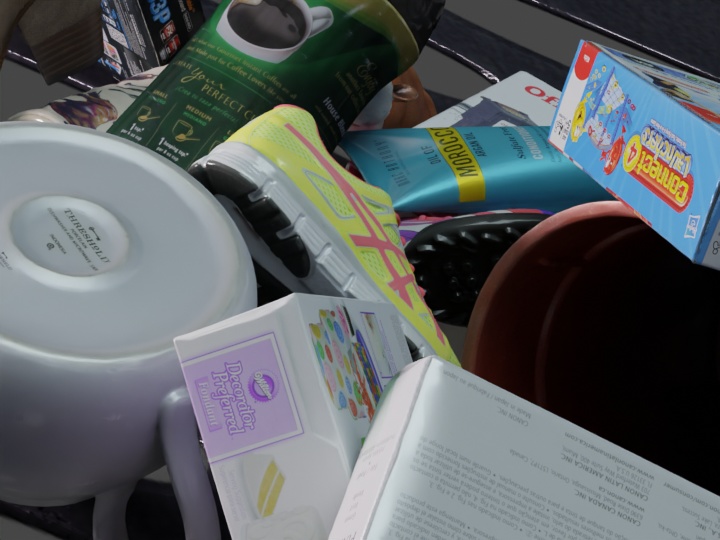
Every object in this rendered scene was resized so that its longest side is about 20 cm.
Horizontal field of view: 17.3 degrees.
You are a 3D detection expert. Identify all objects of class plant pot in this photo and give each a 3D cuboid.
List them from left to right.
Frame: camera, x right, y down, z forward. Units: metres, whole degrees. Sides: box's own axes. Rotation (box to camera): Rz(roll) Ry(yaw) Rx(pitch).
[{"bbox_3d":[0.189,0.059,1.212,0.195,0.201,0.201,-7,39,-48],"label":"plant pot"}]

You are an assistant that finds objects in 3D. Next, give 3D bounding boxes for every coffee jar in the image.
[{"bbox_3d":[-0.047,-0.097,1.240,0.104,0.085,0.200,31,77,28],"label":"coffee jar"}]

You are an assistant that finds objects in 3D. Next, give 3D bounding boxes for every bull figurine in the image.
[{"bbox_3d":[-0.002,-0.114,1.392,0.065,0.200,0.122,-24,71,6],"label":"bull figurine"}]

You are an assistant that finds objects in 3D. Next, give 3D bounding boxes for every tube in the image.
[{"bbox_3d":[0.089,-0.055,1.300,0.199,0.051,0.077,-2,29,-21],"label":"tube"}]

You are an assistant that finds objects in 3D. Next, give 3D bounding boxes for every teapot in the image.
[{"bbox_3d":[-0.145,0.040,1.092,0.197,0.146,0.200,15,38,-5],"label":"teapot"}]

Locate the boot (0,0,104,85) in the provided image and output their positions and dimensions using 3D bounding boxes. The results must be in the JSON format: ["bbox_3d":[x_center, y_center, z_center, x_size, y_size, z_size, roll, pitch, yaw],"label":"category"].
[{"bbox_3d":[-0.230,-0.146,1.264,0.200,0.147,0.070,-31,32,-16],"label":"boot"}]

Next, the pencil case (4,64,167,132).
[{"bbox_3d":[-0.117,-0.073,1.341,0.089,0.078,0.200,10,23,34],"label":"pencil case"}]

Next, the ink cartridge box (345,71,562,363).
[{"bbox_3d":[0.091,-0.026,1.371,0.145,0.085,0.200,32,34,20],"label":"ink cartridge box"}]

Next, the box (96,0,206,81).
[{"bbox_3d":[-0.168,-0.195,1.402,0.159,0.200,0.046,35,70,25],"label":"box"}]

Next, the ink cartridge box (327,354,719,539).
[{"bbox_3d":[0.057,0.153,0.892,0.161,0.050,0.200,27,64,-11],"label":"ink cartridge box"}]

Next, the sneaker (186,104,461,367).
[{"bbox_3d":[0.000,0.000,1.174,0.200,0.078,0.090,55,43,-22],"label":"sneaker"}]

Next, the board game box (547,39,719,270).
[{"bbox_3d":[0.213,-0.034,1.111,0.199,0.056,0.196,16,14,-19],"label":"board game box"}]

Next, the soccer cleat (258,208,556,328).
[{"bbox_3d":[0.018,-0.005,1.254,0.199,0.068,0.073,-15,36,9],"label":"soccer cleat"}]

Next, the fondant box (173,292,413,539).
[{"bbox_3d":[-0.009,0.088,1.021,0.058,0.145,0.200,-18,-6,10],"label":"fondant box"}]
